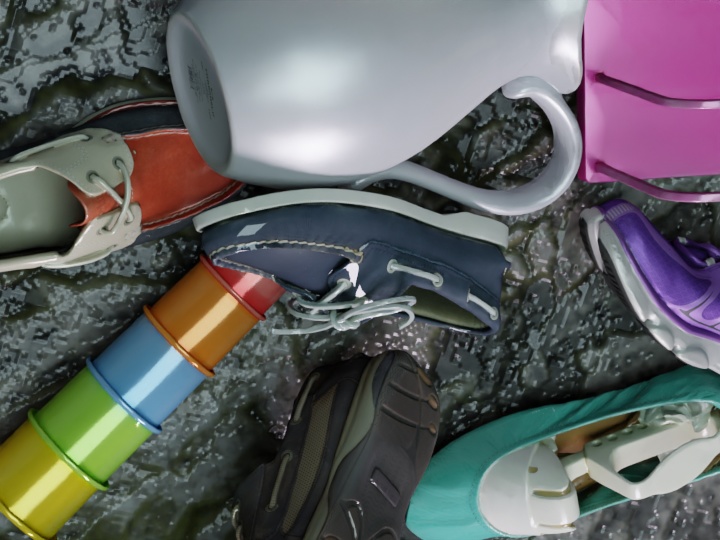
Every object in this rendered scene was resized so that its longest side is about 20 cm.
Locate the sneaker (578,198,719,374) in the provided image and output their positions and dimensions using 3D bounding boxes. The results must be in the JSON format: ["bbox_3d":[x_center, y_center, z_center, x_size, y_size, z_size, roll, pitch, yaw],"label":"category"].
[{"bbox_3d":[0.196,0.009,1.116,0.200,0.081,0.083,30,107,-30],"label":"sneaker"}]

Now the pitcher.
[{"bbox_3d":[0.017,-0.089,1.021,0.200,0.121,0.172,-18,115,-20],"label":"pitcher"}]

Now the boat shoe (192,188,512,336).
[{"bbox_3d":[0.000,0.000,1.030,0.200,0.075,0.062,8,76,-51],"label":"boat shoe"}]

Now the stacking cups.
[{"bbox_3d":[-0.110,0.047,1.068,0.061,0.061,0.200,43,90,-23],"label":"stacking cups"}]

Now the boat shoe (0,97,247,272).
[{"bbox_3d":[-0.144,-0.035,1.024,0.200,0.063,0.071,-11,109,-11],"label":"boat shoe"}]

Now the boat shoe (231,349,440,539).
[{"bbox_3d":[-0.023,0.130,1.065,0.075,0.073,0.200,55,47,-38],"label":"boat shoe"}]

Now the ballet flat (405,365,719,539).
[{"bbox_3d":[0.121,0.104,1.133,0.200,0.070,0.067,-20,112,-6],"label":"ballet flat"}]

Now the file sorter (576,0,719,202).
[{"bbox_3d":[0.190,-0.138,1.024,0.139,0.125,0.200,-4,102,-13],"label":"file sorter"}]
